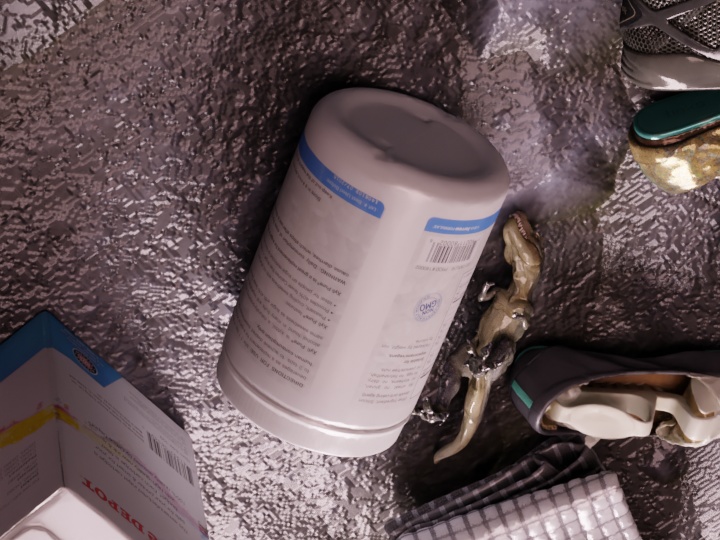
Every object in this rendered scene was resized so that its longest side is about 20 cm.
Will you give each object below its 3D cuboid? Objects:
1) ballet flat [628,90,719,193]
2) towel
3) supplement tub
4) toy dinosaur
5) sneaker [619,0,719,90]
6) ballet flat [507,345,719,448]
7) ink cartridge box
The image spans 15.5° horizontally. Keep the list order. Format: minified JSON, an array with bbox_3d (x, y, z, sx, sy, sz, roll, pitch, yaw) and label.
[{"bbox_3d":[0.269,-0.101,1.676,0.200,0.071,0.071,-20,122,8],"label":"ballet flat"},{"bbox_3d":[0.121,0.216,1.827,0.166,0.086,0.200,-23,124,5],"label":"towel"},{"bbox_3d":[0.000,0.000,1.644,0.132,0.132,0.200,14,117,-19],"label":"supplement tub"},{"bbox_3d":[0.075,0.062,1.723,0.047,0.088,0.200,28,117,14],"label":"toy dinosaur"},{"bbox_3d":[0.256,-0.171,1.607,0.199,0.076,0.114,1,122,13],"label":"sneaker"},{"bbox_3d":[0.198,0.091,1.774,0.200,0.073,0.073,5,119,-14],"label":"ballet flat"},{"bbox_3d":[-0.195,0.161,1.661,0.146,0.200,0.147,-39,120,13],"label":"ink cartridge box"}]
